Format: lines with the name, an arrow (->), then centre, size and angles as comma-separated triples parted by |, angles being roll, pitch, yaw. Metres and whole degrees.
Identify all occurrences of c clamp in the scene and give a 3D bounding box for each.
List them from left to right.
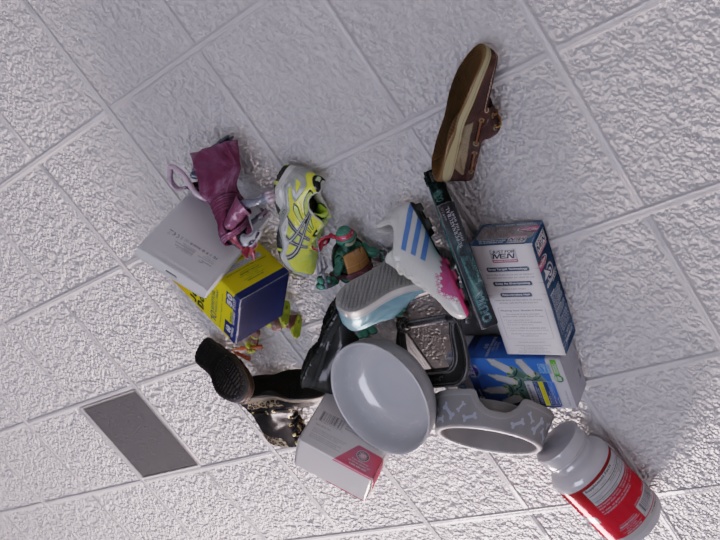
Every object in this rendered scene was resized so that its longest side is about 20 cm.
c clamp -> 0.116, 0.104, 1.548 | 0.199, 0.027, 0.174 | -23, 80, 51

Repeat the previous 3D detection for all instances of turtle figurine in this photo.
turtle figurine -> -0.186, 0.090, 1.734 | 0.159, 0.065, 0.202 | 1, 134, 25
turtle figurine -> 0.000, 0.000, 1.523 | 0.148, 0.101, 0.202 | -24, 121, -3

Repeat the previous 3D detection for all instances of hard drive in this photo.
hard drive -> -0.249, -0.057, 1.548 | 0.131, 0.201, 0.026 | 31, 137, 4

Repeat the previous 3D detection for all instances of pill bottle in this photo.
pill bottle -> 0.381, 0.342, 1.561 | 0.200, 0.113, 0.112 | 45, 136, -9

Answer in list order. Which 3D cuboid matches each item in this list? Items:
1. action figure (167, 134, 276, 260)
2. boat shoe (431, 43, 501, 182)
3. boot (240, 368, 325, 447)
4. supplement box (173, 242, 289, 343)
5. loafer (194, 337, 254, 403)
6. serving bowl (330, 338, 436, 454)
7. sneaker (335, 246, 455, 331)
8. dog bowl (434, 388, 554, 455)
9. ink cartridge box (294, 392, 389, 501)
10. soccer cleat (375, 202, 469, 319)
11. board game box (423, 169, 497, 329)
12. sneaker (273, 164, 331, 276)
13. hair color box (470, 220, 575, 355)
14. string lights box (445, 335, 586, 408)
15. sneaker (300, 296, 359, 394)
action figure -> -0.210, -0.105, 1.498 | 0.134, 0.147, 0.203 | 105, 148, -65
boat shoe -> 0.153, -0.203, 1.285 | 0.071, 0.073, 0.202 | 6, 125, -14
boot -> -0.131, 0.266, 1.844 | 0.197, 0.074, 0.152 | -8, 131, 20
supplement box -> -0.225, 0.002, 1.606 | 0.200, 0.109, 0.110 | 41, 141, 25
loafer -> -0.241, 0.188, 1.813 | 0.071, 0.074, 0.200 | 30, -173, -38
serving bowl -> 0.047, 0.195, 1.573 | 0.198, 0.066, 0.203 | 20, 124, 32
sneaker -> 0.054, 0.029, 1.475 | 0.082, 0.197, 0.074 | 82, 163, -55
dog bowl -> 0.209, 0.247, 1.556 | 0.197, 0.060, 0.201 | 10, 160, 4
ink cartridge box -> -0.006, 0.272, 1.679 | 0.145, 0.201, 0.083 | 25, 140, 10
soccer cleat -> 0.088, -0.005, 1.411 | 0.202, 0.085, 0.070 | 64, -178, 25
board game box -> 0.141, -0.033, 1.374 | 0.028, 0.136, 0.202 | -21, 114, 5
sneaker -> -0.087, -0.069, 1.530 | 0.075, 0.076, 0.202 | 13, 133, 22
hair color box -> 0.241, 0.028, 1.419 | 0.099, 0.061, 0.202 | -2, 125, 33
string lights box -> 0.245, 0.158, 1.527 | 0.197, 0.059, 0.104 | -4, 125, 35
sneaker -> -0.031, 0.121, 1.637 | 0.090, 0.076, 0.202 | 22, 112, -10
